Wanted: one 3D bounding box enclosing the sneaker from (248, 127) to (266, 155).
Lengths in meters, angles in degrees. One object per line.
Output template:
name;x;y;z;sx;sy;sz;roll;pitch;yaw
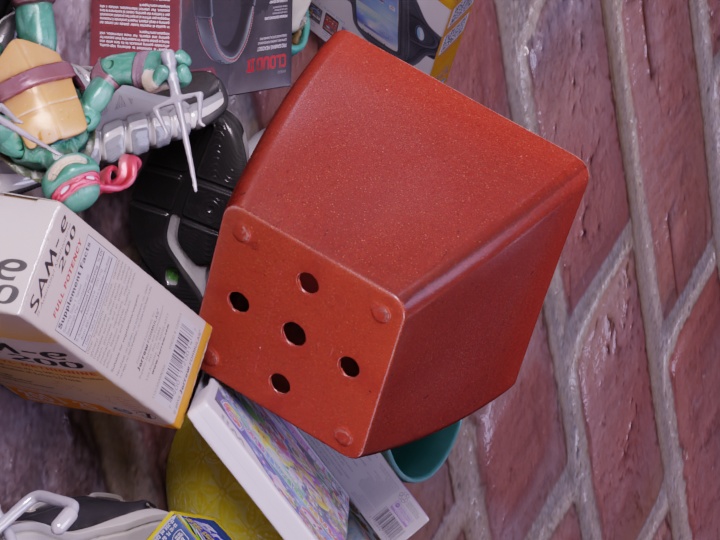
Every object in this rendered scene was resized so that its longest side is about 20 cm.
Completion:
sneaker;0.002;-0.101;1.803;0.200;0.111;0.074;-53;142;-43

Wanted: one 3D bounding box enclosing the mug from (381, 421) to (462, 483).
mug;0.001;0.063;1.839;0.152;0.114;0.187;-29;121;-57

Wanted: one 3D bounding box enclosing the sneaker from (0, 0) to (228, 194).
sneaker;-0.172;-0.121;1.463;0.199;0.075;0.116;-23;102;-36

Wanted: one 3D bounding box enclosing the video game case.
video game case;-0.057;0.124;1.593;0.144;0.018;0.200;53;6;-7

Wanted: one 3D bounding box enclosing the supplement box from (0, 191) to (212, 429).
supplement box;-0.192;0.022;1.446;0.200;0.125;0.074;44;60;-56

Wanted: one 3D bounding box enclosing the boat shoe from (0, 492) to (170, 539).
boat shoe;-0.201;0.179;1.534;0.199;0.060;0.075;-11;111;-47

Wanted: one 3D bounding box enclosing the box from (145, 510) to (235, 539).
box;-0.147;0.249;1.538;0.200;0.070;0.064;-50;155;10

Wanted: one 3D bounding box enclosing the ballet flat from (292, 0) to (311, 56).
ballet flat;-0.059;-0.243;1.697;0.067;0.070;0.202;-22;115;-53

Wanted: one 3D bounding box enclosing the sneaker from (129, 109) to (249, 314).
sneaker;-0.105;-0.043;1.644;0.116;0.075;0.202;-61;168;-54

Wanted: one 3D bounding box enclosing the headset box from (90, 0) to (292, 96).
headset box;-0.110;-0.197;1.606;0.148;0.074;0.202;-16;110;-60

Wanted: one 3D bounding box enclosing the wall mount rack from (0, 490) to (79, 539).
wall mount rack;-0.257;0.144;1.383;0.174;0.074;0.201;-43;123;-27

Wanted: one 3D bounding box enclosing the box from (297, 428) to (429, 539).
box;-0.027;0.114;1.749;0.041;0.039;0.200;-39;95;-14

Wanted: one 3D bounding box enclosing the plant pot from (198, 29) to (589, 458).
plant pot;0.000;0.000;1.561;0.176;0.199;0.201;-41;155;-48

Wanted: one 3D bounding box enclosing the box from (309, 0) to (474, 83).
box;0.018;-0.193;1.740;0.041;0.119;0.200;-46;169;-25

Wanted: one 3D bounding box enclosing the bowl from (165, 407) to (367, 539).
bowl;-0.079;0.182;1.696;0.107;0.201;0.200;-36;147;5

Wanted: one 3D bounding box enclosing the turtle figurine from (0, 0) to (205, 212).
turtle figurine;-0.184;-0.106;1.368;0.149;0.101;0.201;-21;76;-36
